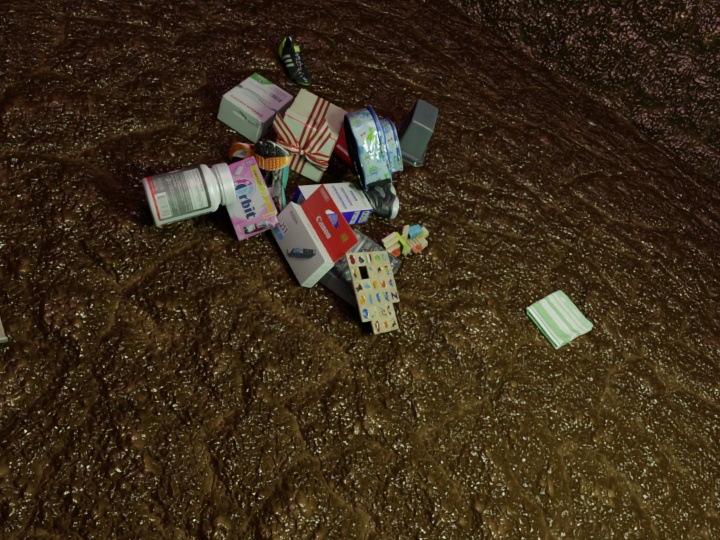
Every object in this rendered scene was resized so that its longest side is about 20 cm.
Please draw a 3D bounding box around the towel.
[{"bbox_3d":[0.586,0.140,1.846,0.198,0.024,0.153,-18,61,-39],"label":"towel"}]

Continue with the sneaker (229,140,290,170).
[{"bbox_3d":[-0.256,-0.312,1.687,0.197,0.077,0.091,14,15,32],"label":"sneaker"}]

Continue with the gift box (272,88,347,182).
[{"bbox_3d":[-0.151,-0.395,1.790,0.181,0.202,0.189,21,45,-3],"label":"gift box"}]

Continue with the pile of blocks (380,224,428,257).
[{"bbox_3d":[0.139,-0.079,1.747,0.198,0.083,0.062,-22,63,-41],"label":"pile of blocks"}]

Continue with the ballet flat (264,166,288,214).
[{"bbox_3d":[-0.230,-0.219,1.688,0.071,0.073,0.203,13,46,-18],"label":"ballet flat"}]

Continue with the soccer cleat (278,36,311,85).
[{"bbox_3d":[-0.221,-0.708,2.114,0.067,0.082,0.202,-12,58,-36],"label":"soccer cleat"}]

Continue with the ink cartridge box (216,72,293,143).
[{"bbox_3d":[-0.312,-0.484,1.857,0.145,0.084,0.201,33,42,1],"label":"ink cartridge box"}]

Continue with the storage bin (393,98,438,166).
[{"bbox_3d":[0.182,-0.475,2.093,0.143,0.135,0.202,25,42,-6],"label":"storage bin"}]

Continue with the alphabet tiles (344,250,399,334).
[{"bbox_3d":[0.040,0.052,1.548,0.166,0.007,0.204,-5,79,-51],"label":"alphabet tiles"}]

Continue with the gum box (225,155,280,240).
[{"bbox_3d":[-0.286,-0.179,1.576,0.112,0.067,0.202,-21,60,-9],"label":"gum box"}]

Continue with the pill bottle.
[{"bbox_3d":[-0.402,-0.183,1.473,0.196,0.115,0.115,-18,59,-19],"label":"pill bottle"}]

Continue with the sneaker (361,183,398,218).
[{"bbox_3d":[0.036,-0.237,1.837,0.112,0.076,0.203,1,49,-25],"label":"sneaker"}]

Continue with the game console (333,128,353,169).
[{"bbox_3d":[-0.016,-0.395,1.993,0.199,0.119,0.173,40,75,10],"label":"game console"}]

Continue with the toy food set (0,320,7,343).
[{"bbox_3d":[-0.740,0.060,1.136,0.141,0.061,0.202,-10,57,-36],"label":"toy food set"}]

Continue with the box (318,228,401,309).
[{"bbox_3d":[0.000,0.000,1.620,0.157,0.049,0.201,34,43,2],"label":"box"}]

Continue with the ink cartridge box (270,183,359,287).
[{"bbox_3d":[-0.120,-0.091,1.546,0.044,0.176,0.202,17,35,-58],"label":"ink cartridge box"}]

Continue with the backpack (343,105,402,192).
[{"bbox_3d":[0.033,-0.355,1.763,0.144,0.203,0.184,-19,30,-3],"label":"backpack"}]

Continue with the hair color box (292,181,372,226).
[{"bbox_3d":[-0.077,-0.181,1.731,0.197,0.065,0.110,-10,56,-33],"label":"hair color box"}]
